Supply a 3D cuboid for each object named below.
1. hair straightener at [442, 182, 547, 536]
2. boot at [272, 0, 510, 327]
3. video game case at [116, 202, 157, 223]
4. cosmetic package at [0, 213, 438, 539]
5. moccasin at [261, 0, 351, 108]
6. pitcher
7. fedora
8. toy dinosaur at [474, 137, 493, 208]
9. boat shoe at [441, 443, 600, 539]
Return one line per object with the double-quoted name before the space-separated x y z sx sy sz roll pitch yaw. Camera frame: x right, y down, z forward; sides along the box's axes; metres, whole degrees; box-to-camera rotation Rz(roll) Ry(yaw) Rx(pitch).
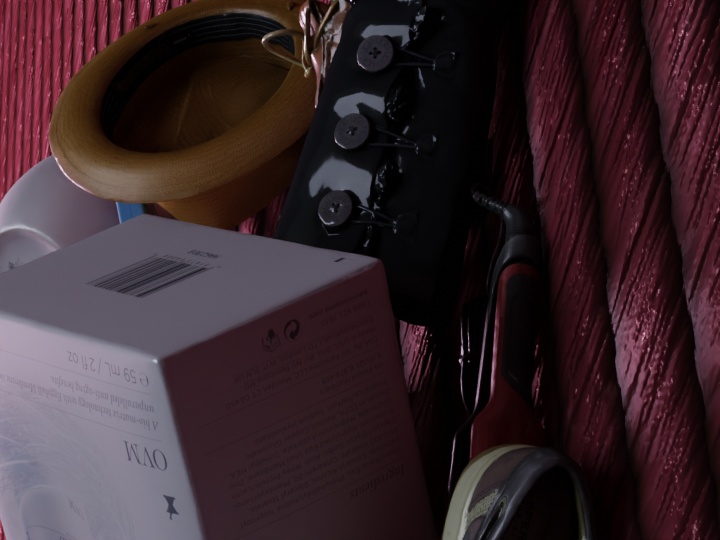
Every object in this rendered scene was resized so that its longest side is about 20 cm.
"hair straightener" 0.051 0.058 1.008 0.077 0.041 0.201 132 142 -63
"boot" -0.010 -0.083 1.076 0.164 0.066 0.201 9 85 35
"video game case" -0.108 0.042 1.423 0.143 0.018 0.201 -109 -2 -57
"cosmetic package" -0.073 0.097 1.034 0.199 0.123 0.201 10 119 53
"moccasin" 0.000 -0.121 1.158 0.077 0.074 0.202 14 101 29
"pitcher" -0.160 -0.014 1.553 0.200 0.121 0.172 -42 -41 -50
"fedora" -0.086 -0.086 1.370 0.201 0.200 0.082 -106 -3 -53
"toy dinosaur" 0.000 0.000 1.137 0.201 0.077 0.102 -62 -9 22
"boat shoe" 0.055 0.165 0.892 0.066 0.071 0.202 129 149 -78
